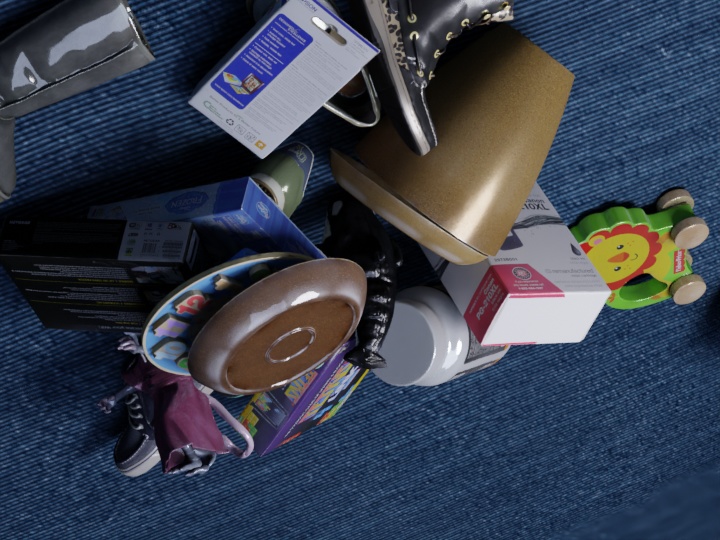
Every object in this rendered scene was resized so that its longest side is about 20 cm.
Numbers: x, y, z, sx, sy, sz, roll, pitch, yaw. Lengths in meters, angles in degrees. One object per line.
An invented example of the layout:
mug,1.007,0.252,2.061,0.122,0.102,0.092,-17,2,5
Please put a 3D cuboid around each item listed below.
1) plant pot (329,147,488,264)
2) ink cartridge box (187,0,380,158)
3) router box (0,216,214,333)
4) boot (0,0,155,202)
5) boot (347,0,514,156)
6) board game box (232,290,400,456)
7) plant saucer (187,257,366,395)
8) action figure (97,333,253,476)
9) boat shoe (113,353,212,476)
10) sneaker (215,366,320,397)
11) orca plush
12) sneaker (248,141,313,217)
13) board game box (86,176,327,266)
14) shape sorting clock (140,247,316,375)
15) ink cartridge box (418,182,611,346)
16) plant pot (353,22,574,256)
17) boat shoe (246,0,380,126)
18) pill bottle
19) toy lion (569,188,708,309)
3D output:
plant pot,0.044,-0.061,1.665,0.200,0.200,0.028,29,99,-48
ink cartridge box,-0.071,-0.188,1.495,0.095,0.037,0.200,37,137,-16
router box,-0.246,0.007,1.605,0.199,0.051,0.149,3,149,13
boot,-0.283,-0.163,1.458,0.199,0.073,0.182,-29,146,-9
boot,0.079,-0.226,1.545,0.150,0.073,0.201,-24,105,-12
board game box,-0.042,0.115,1.889,0.165,0.057,0.200,-26,156,-55
plant saucer,-0.075,0.064,1.577,0.200,0.032,0.200,-26,154,-14
action figure,-0.202,0.120,1.738,0.148,0.201,0.134,-12,167,-28
boat shoe,-0.250,0.153,1.855,0.093,0.075,0.200,23,113,-39
sneaker,-0.094,0.052,1.772,0.200,0.140,0.078,-19,131,41
orca plush,0.000,0.000,1.702,0.105,0.201,0.071,12,155,-11
sneaker,-0.098,-0.066,1.678,0.090,0.067,0.200,-49,177,-31
board game box,-0.147,-0.011,1.638,0.198,0.044,0.200,-8,145,30
shape sorting clock,-0.119,0.047,1.579,0.199,0.039,0.200,-15,146,-10
ink cartridge box,0.164,-0.015,1.797,0.144,0.200,0.085,-1,134,-31
plant pot,0.124,-0.149,1.653,0.186,0.186,0.200,28,102,-48
boat shoe,-0.035,-0.210,1.544,0.075,0.069,0.200,-35,142,15
pill bottle,0.089,0.070,1.826,0.116,0.116,0.200,-47,163,25
toy lion,0.341,-0.015,2.032,0.191,0.069,0.200,-18,144,-2
